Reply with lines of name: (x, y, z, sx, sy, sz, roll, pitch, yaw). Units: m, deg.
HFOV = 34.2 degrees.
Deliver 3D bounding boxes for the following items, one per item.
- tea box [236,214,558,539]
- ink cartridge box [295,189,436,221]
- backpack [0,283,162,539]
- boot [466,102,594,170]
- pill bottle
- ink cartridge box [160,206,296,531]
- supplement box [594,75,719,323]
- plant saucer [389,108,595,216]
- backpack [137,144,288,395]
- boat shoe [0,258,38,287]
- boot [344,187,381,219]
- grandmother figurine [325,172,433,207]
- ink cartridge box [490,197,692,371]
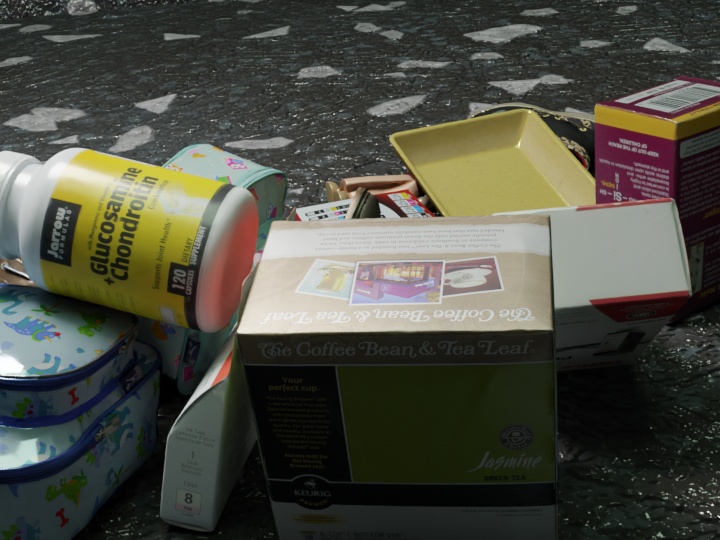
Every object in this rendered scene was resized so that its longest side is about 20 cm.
tea box: (0.036, 0.078, 0.807, 0.198, 0.198, 0.134, 0, 36, 8)
ink cartridge box: (0.000, 0.000, 1.167, 0.174, 0.084, 0.200, -11, 24, -13)
backpack: (-0.260, 0.105, 0.869, 0.182, 0.148, 0.200, 12, 30, 13)
boot: (0.219, -0.163, 1.532, 0.198, 0.074, 0.151, 8, 25, 15)
pill bottle: (-0.185, -0.029, 0.884, 0.198, 0.113, 0.112, 13, 26, 8)
ink cartridge box: (-0.099, 0.066, 0.879, 0.057, 0.201, 0.163, 8, 24, 7)
supplement box: (0.305, -0.071, 1.126, 0.130, 0.202, 0.103, -20, 27, -32)
plant saucer: (0.157, -0.101, 1.363, 0.199, 0.049, 0.200, -13, 45, -20)
backpack: (-0.131, -0.006, 1.054, 0.152, 0.201, 0.176, 16, 27, 19)
boat shoe: (-0.280, 0.006, 0.984, 0.199, 0.073, 0.072, 11, -17, 28)
boot: (0.021, 0.029, 1.010, 0.096, 0.202, 0.075, 8, -14, 6)
grandmother figurine: (0.064, -0.101, 1.431, 0.199, 0.061, 0.121, -14, 33, -14)
ink cartridge box: (0.169, 0.021, 0.954, 0.146, 0.084, 0.200, -6, -19, -1)
